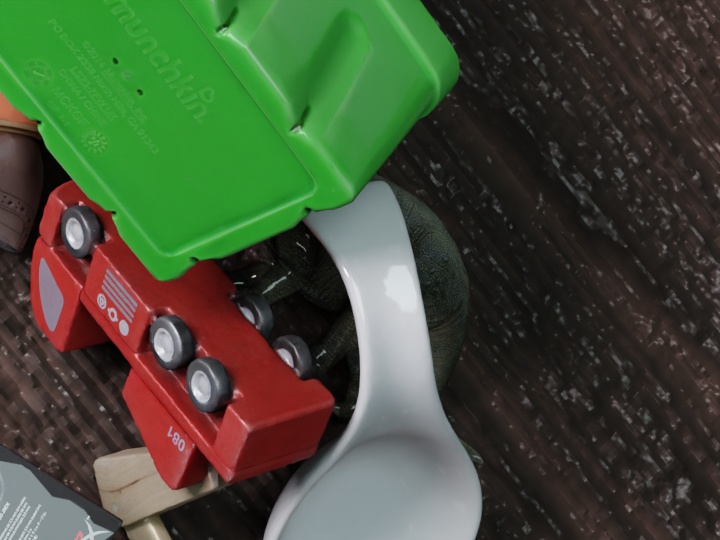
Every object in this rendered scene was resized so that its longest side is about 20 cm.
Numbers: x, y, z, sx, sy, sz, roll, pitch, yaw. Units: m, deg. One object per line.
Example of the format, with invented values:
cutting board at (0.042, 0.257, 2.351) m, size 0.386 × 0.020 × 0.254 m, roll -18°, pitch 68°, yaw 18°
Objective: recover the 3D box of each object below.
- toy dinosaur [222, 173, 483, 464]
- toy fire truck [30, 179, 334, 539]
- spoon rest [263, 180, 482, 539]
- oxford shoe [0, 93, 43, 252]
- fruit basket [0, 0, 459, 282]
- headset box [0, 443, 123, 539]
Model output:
toy dinosaur at (0.000, 0.000, 0.815) m, size 0.102 × 0.077 × 0.200 m, roll -44°, pitch 94°, yaw -5°
toy fire truck at (-0.071, 0.073, 0.767) m, size 0.048 × 0.142 × 0.200 m, roll -13°, pitch 48°, yaw -41°
spoon rest at (0.003, 0.068, 0.776) m, size 0.098 × 0.061 × 0.202 m, roll -14°, pitch 122°, yaw -18°
oxford shoe at (-0.218, -0.044, 0.748) m, size 0.198 × 0.071 × 0.073 m, roll 4°, pitch 87°, yaw -19°
fruit basket at (-0.071, -0.123, 0.731) m, size 0.215 × 0.155 × 0.217 m, roll 41°, pitch 38°, yaw -42°
headset box at (-0.214, 0.105, 0.727) m, size 0.199 × 0.075 × 0.149 m, roll 33°, pitch 74°, yaw -13°
